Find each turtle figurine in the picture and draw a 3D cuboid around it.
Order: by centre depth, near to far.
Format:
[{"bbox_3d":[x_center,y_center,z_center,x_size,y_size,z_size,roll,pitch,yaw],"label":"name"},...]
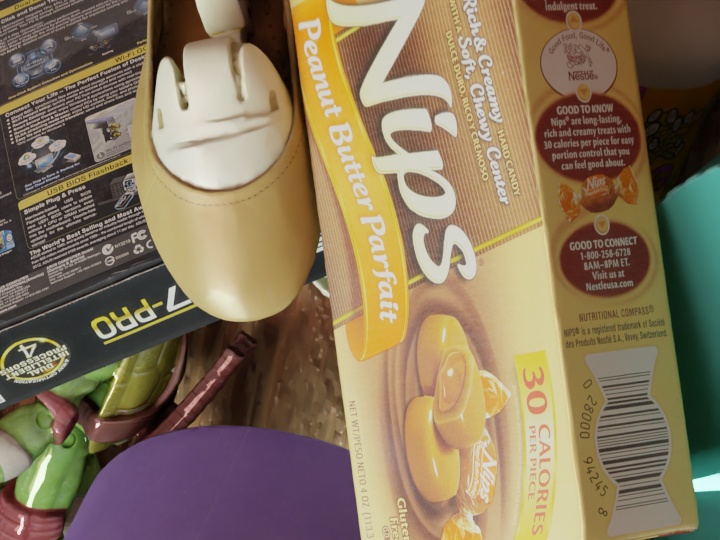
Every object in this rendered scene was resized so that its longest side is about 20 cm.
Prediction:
[{"bbox_3d":[-0.157,0.047,1.221,0.144,0.199,0.194,57,143,43],"label":"turtle figurine"}]

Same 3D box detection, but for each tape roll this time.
[{"bbox_3d":[-0.035,0.160,1.156,0.199,0.085,0.200,14,138,13],"label":"tape roll"}]

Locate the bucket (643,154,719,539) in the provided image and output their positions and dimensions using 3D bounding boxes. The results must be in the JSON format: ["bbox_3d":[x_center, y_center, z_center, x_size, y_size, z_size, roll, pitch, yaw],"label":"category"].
[{"bbox_3d":[0.187,0.027,0.955,0.207,0.135,0.208,16,118,33],"label":"bucket"}]

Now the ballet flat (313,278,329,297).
[{"bbox_3d":[0.000,0.000,1.135,0.200,0.072,0.072,43,128,16],"label":"ballet flat"}]

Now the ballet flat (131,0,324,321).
[{"bbox_3d":[-0.052,-0.081,0.998,0.068,0.063,0.201,-10,63,6],"label":"ballet flat"}]

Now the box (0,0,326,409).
[{"bbox_3d":[-0.106,-0.039,1.072,0.200,0.049,0.161,-23,52,6],"label":"box"}]

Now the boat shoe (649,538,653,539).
[{"bbox_3d":[0.099,0.119,1.098,0.074,0.073,0.201,16,116,32],"label":"boat shoe"}]

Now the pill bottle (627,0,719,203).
[{"bbox_3d":[0.072,-0.066,1.028,0.104,0.104,0.200,36,126,21],"label":"pill bottle"}]

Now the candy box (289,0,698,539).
[{"bbox_3d":[0.042,-0.007,0.943,0.115,0.055,0.201,-11,84,51],"label":"candy box"}]
